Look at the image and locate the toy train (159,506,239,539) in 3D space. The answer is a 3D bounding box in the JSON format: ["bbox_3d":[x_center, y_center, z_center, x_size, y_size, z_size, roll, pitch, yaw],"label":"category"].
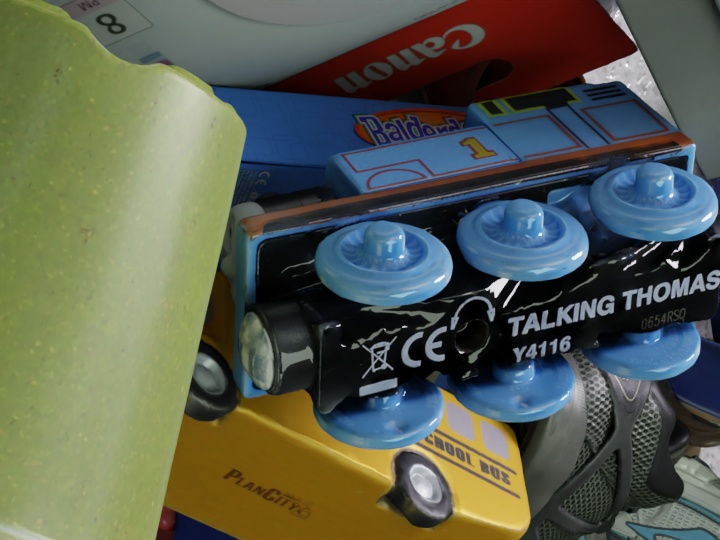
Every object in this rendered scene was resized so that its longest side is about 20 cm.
[{"bbox_3d":[-0.039,0.165,0.883,0.115,0.084,0.202,-15,125,-45],"label":"toy train"}]

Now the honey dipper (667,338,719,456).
[{"bbox_3d":[0.169,0.131,1.089,0.038,0.038,0.202,-10,124,-32],"label":"honey dipper"}]

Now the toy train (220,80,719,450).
[{"bbox_3d":[0.040,-0.004,0.723,0.198,0.114,0.087,-13,124,-22],"label":"toy train"}]

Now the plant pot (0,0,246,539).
[{"bbox_3d":[-0.124,0.018,0.625,0.199,0.199,0.192,29,79,-43],"label":"plant pot"}]

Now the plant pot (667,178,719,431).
[{"bbox_3d":[0.275,0.027,0.970,0.199,0.199,0.181,31,83,-45],"label":"plant pot"}]

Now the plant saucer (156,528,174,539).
[{"bbox_3d":[-0.023,0.139,0.951,0.198,0.037,0.202,8,110,-40],"label":"plant saucer"}]

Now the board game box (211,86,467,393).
[{"bbox_3d":[0.000,0.000,0.832,0.198,0.045,0.153,3,134,-30],"label":"board game box"}]

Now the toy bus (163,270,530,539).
[{"bbox_3d":[-0.026,0.064,0.772,0.199,0.079,0.065,29,127,-31],"label":"toy bus"}]

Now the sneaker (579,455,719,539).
[{"bbox_3d":[0.155,0.136,0.977,0.078,0.198,0.087,60,44,-67],"label":"sneaker"}]

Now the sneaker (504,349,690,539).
[{"bbox_3d":[0.081,0.110,0.910,0.113,0.076,0.200,2,129,-31],"label":"sneaker"}]

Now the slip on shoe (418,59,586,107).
[{"bbox_3d":[0.077,-0.052,0.893,0.074,0.061,0.201,-41,134,-12],"label":"slip on shoe"}]

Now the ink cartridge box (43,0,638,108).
[{"bbox_3d":[-0.008,-0.091,0.753,0.161,0.057,0.200,-20,138,29],"label":"ink cartridge box"}]

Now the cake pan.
[{"bbox_3d":[0.117,-0.122,0.802,0.036,0.201,0.201,-26,134,11],"label":"cake pan"}]
